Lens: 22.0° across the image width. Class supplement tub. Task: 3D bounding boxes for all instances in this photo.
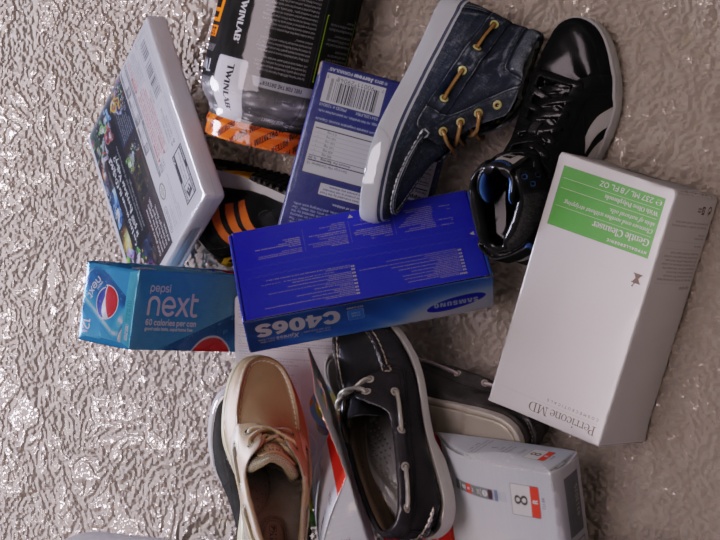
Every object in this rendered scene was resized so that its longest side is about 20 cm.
[{"bbox_3d":[-0.066,-0.205,1.581,0.122,0.122,0.201,18,98,35],"label":"supplement tub"}]

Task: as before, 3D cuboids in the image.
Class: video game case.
[{"bbox_3d":[-0.188,-0.095,1.672,0.182,0.023,0.201,-54,48,46],"label":"video game case"}]

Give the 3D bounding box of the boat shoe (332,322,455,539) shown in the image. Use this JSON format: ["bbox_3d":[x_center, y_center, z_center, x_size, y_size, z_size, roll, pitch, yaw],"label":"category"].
[{"bbox_3d":[0.013,0.118,1.451,0.074,0.060,0.201,-35,62,41],"label":"boat shoe"}]

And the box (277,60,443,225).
[{"bbox_3d":[-0.001,-0.061,1.535,0.121,0.032,0.201,15,93,-5],"label":"box"}]

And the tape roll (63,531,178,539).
[{"bbox_3d":[-0.189,0.331,1.598,0.139,0.202,0.204,0,88,37],"label":"tape roll"}]

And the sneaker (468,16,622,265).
[{"bbox_3d":[0.140,-0.101,1.430,0.073,0.112,0.201,14,97,33],"label":"sneaker"}]

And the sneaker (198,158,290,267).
[{"bbox_3d":[-0.094,-0.042,1.633,0.200,0.070,0.091,18,104,40],"label":"sneaker"}]

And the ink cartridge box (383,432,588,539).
[{"bbox_3d":[0.086,0.211,1.462,0.199,0.050,0.163,3,111,33],"label":"ink cartridge box"}]

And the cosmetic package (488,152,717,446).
[{"bbox_3d":[0.185,0.022,1.410,0.107,0.085,0.201,20,98,32],"label":"cosmetic package"}]

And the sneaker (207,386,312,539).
[{"bbox_3d":[-0.073,0.194,1.523,0.099,0.070,0.201,-159,54,-75],"label":"sneaker"}]

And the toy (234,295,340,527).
[{"bbox_3d":[-0.048,0.120,1.591,0.115,0.047,0.201,3,98,12],"label":"toy"}]

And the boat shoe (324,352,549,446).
[{"bbox_3d":[0.062,0.107,1.507,0.199,0.057,0.067,20,119,32],"label":"boat shoe"}]

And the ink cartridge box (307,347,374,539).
[{"bbox_3d":[-0.026,0.177,1.478,0.047,0.160,0.201,-19,101,0],"label":"ink cartridge box"}]

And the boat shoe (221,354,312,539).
[{"bbox_3d":[-0.070,0.153,1.473,0.065,0.072,0.201,118,152,-59],"label":"boat shoe"}]

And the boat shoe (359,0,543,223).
[{"bbox_3d":[0.072,-0.120,1.470,0.091,0.071,0.201,21,79,13],"label":"boat shoe"}]

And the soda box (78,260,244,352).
[{"bbox_3d":[-0.144,0.033,1.577,0.064,0.200,0.068,9,93,39],"label":"soda box"}]

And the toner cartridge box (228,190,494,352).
[{"bbox_3d":[0.000,0.000,1.477,0.199,0.043,0.095,-10,51,-2],"label":"toner cartridge box"}]
